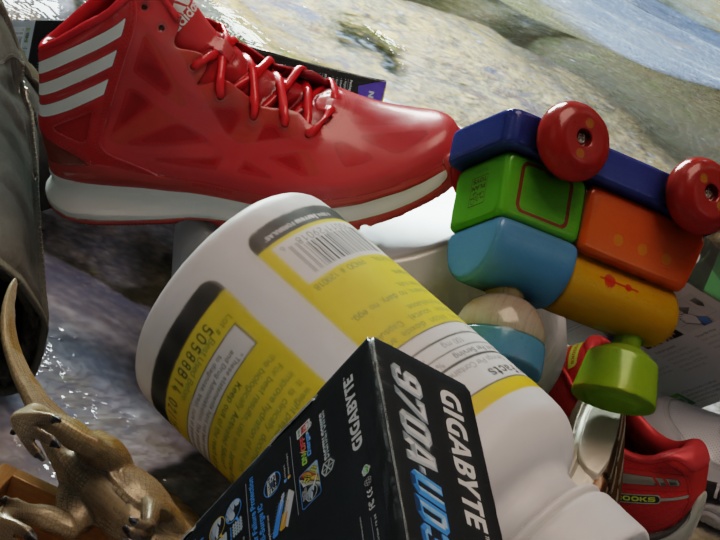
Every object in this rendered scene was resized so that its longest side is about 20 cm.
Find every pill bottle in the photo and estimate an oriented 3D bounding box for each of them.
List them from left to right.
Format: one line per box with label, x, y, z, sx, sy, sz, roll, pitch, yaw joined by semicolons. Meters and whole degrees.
pill bottle;0.013;0.069;0.825;0.200;0.112;0.111;41;29;24

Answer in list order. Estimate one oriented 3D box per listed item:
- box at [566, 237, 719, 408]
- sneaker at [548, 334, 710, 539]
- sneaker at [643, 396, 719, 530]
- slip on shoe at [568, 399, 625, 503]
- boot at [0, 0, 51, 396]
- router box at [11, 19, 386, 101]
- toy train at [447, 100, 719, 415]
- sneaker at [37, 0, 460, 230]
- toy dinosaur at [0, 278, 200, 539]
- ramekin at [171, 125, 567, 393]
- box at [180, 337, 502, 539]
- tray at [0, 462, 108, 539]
box;0.137;0.004;1.121;0.199;0.037;0.144;29;-23;-14
sneaker;0.095;0.063;1.052;0.200;0.085;0.077;35;25;26
sneaker;0.240;0.091;1.081;0.199;0.115;0.075;30;24;18
slip on shoe;0.075;0.118;0.916;0.060;0.076;0.200;8;40;15
boot;-0.170;-0.026;1.003;0.072;0.182;0.201;-23;52;2
router box;-0.102;-0.101;1.174;0.156;0.053;0.200;10;1;-29
toy train;0.125;0.013;0.925;0.199;0.116;0.085;21;-19;-26
sneaker;-0.054;-0.082;0.939;0.198;0.116;0.079;-4;31;5
toy dinosaur;-0.103;0.082;0.811;0.200;0.058;0.101;39;12;21
ramekin;0.000;0.000;1.004;0.201;0.095;0.203;-3;30;2
box;-0.016;0.141;0.647;0.046;0.159;0.201;28;29;-27
tray;-0.126;0.144;0.747;0.098;0.037;0.200;24;24;4
